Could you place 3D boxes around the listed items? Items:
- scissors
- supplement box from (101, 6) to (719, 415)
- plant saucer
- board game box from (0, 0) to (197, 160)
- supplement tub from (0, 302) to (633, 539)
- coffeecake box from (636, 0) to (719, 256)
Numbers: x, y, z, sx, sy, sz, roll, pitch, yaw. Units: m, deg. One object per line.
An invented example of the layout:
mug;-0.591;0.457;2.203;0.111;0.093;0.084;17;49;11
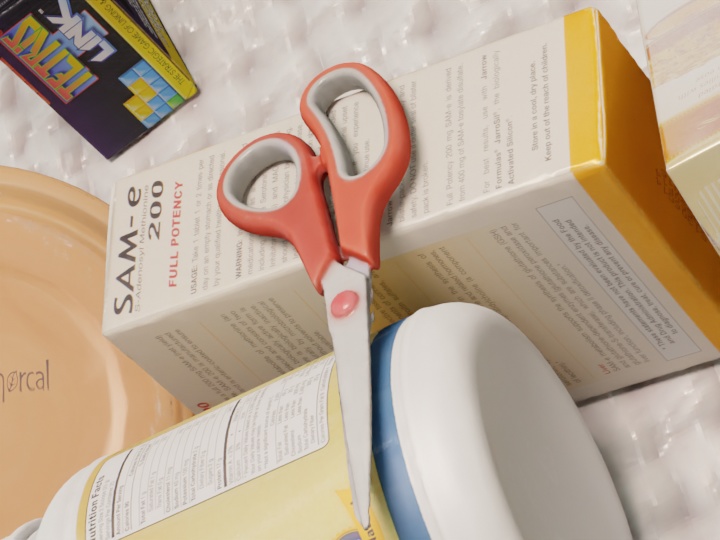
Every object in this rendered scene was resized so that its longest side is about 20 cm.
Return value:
scissors;0.000;0.000;0.913;0.073;0.014;0.200;-34;38;8
supplement box;0.024;-0.003;1.011;0.199;0.126;0.074;-18;50;24
plant saucer;-0.148;0.056;1.067;0.199;0.032;0.201;2;77;-10
board game box;-0.165;-0.164;1.226;0.057;0.165;0.200;-36;46;7
supplement tub;-0.020;0.111;0.950;0.199;0.145;0.145;-26;49;19
coffeecake box;0.177;-0.093;0.960;0.153;0.073;0.200;-27;28;17
